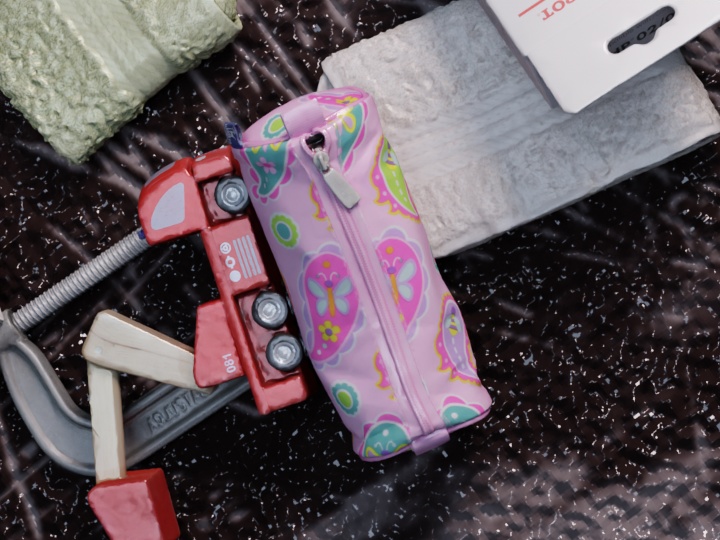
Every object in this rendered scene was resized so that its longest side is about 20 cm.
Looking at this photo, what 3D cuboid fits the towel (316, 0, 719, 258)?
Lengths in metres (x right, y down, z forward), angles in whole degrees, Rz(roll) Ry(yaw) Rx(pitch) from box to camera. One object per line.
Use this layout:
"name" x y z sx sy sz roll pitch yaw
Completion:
"towel" 0.084 -0.094 1.202 0.199 0.034 0.133 -24 83 9

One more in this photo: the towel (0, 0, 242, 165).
"towel" -0.175 -0.175 1.260 0.148 0.036 0.200 -39 80 8

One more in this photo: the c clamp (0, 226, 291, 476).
"c clamp" -0.145 0.024 1.247 0.200 0.027 0.171 -28 82 9

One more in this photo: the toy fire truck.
"toy fire truck" -0.100 0.045 1.205 0.141 0.049 0.201 -18 91 7

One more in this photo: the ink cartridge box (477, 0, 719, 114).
"ink cartridge box" 0.113 -0.170 1.149 0.115 0.068 0.200 -32 62 4

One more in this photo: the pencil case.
"pencil case" 0.000 0.000 1.164 0.087 0.087 0.201 -18 102 10

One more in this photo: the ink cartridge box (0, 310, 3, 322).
"ink cartridge box" -0.284 -0.003 1.244 0.116 0.067 0.201 -27 72 10
